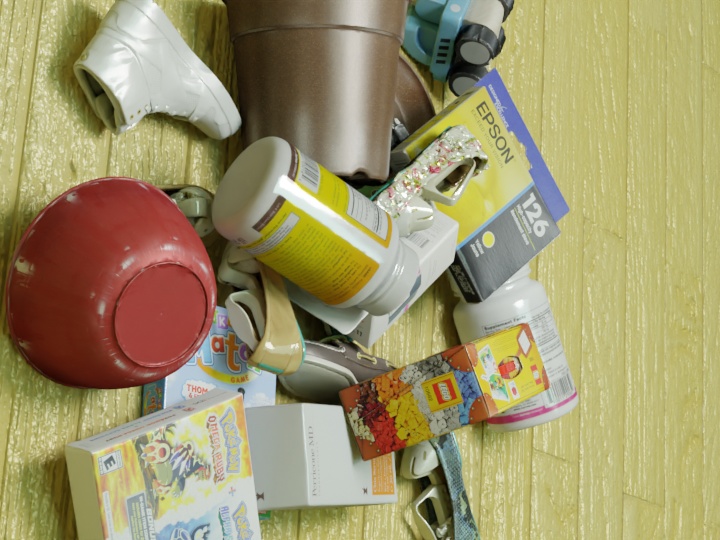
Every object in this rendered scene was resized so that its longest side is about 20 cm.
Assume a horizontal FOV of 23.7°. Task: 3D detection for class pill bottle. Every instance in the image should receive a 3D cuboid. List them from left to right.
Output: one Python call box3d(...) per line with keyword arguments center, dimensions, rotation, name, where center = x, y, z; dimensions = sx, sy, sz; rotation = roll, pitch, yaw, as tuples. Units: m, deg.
box3d(center=(-0.039, -0.036, 1.668), dimensions=(0.200, 0.109, 0.110), rotation=(34, 56, -28), name="pill bottle")
box3d(center=(0.174, 0.078, 2.010), dimensions=(0.113, 0.113, 0.201), rotation=(-25, 99, -49), name="pill bottle")

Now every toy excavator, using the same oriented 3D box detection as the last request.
box3d(center=(0.075, -0.313, 2.014), dimensions=(0.195, 0.199, 0.100), rotation=(100, 9, -55), name="toy excavator")

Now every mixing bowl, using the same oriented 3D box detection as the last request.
box3d(center=(-0.203, 0.026, 1.532), dimensions=(0.199, 0.108, 0.201), rotation=(-14, 113, -35), name="mixing bowl")

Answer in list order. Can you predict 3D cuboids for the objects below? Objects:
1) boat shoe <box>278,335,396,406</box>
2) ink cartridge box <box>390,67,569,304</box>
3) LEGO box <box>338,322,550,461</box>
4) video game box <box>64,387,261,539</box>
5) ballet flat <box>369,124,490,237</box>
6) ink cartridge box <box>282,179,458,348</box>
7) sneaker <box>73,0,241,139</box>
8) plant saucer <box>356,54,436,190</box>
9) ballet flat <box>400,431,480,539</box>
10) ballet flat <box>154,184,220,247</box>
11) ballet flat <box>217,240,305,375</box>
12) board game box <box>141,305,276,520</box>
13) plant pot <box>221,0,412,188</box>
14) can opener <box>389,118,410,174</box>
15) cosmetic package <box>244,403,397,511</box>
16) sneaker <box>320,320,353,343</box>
box3d(center=(-0.022, 0.104, 1.807), dimensions=(0.200, 0.072, 0.060), rotation=(28, 51, -50), name="boat shoe")
box3d(center=(0.145, -0.098, 1.921), dimensions=(0.200, 0.047, 0.198), rotation=(-39, 108, -29), name="ink cartridge box")
box3d(center=(0.090, 0.122, 1.765), dimensions=(0.200, 0.148, 0.078), rotation=(-12, 81, -66), name="LEGO box")
box3d(center=(-0.174, 0.230, 1.575), dimensions=(0.182, 0.047, 0.201), rotation=(-21, 109, -45), name="video game box")
box3d(center=(0.065, -0.081, 1.788), dimensions=(0.064, 0.076, 0.200), rotation=(37, 60, 16), name="ballet flat")
box3d(center=(0.000, 0.000, 1.805), dimensions=(0.200, 0.117, 0.067), rotation=(-44, 156, -34), name="ink cartridge box")
box3d(center=(-0.204, -0.168, 1.680), dimensions=(0.116, 0.073, 0.200), rotation=(-57, 134, -18), name="sneaker")
box3d(center=(0.016, -0.159, 1.947), dimensions=(0.200, 0.037, 0.201), rotation=(16, 69, -45), name="plant saucer")
box3d(center=(0.081, 0.236, 1.901), dimensions=(0.074, 0.074, 0.201), rotation=(-20, 92, -50), name="ballet flat")
box3d(center=(-0.186, -0.052, 1.652), dimensions=(0.200, 0.063, 0.069), rotation=(-6, 83, -50), name="ballet flat")
box3d(center=(-0.107, 0.015, 1.698), dimensions=(0.063, 0.069, 0.201), rotation=(6, 45, -33), name="ballet flat")
box3d(center=(-0.147, 0.135, 1.682), dimensions=(0.151, 0.036, 0.201), rotation=(18, 66, -45), name="board game box")
box3d(center=(-0.047, -0.188, 1.776), dimensions=(0.200, 0.200, 0.199), rotation=(5, 85, -48), name="plant pot")
box3d(center=(0.056, -0.097, 1.922), dimensions=(0.066, 0.053, 0.200), rotation=(-40, 113, -10), name="can opener")
box3d(center=(-0.037, 0.189, 1.732), dimensions=(0.200, 0.071, 0.102), rotation=(11, 73, -62), name="cosmetic package")
box3d(center=(0.025, 0.014, 1.878), dimensions=(0.200, 0.079, 0.078), rotation=(-40, 110, -43), name="sneaker")
